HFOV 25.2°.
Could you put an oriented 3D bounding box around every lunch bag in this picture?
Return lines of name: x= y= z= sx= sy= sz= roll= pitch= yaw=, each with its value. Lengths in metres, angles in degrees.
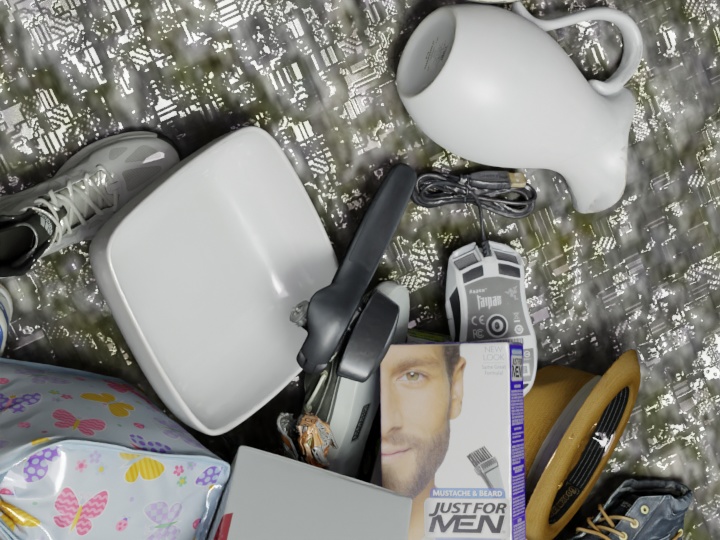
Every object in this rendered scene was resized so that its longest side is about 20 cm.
lunch bag: x=-0.230 y=0.147 z=1.204 sx=0.200 sy=0.170 sz=0.127 roll=17 pitch=98 yaw=-40

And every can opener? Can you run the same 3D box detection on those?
can opener: x=0.000 y=0.000 z=1.307 sx=0.079 sy=0.063 sz=0.200 roll=28 pitch=58 yaw=-13

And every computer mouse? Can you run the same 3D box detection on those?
computer mouse: x=0.102 y=0.015 z=1.365 sx=0.109 sy=0.044 sz=0.200 roll=-4 pitch=87 yaw=-18

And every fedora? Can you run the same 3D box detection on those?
fedora: x=0.166 y=0.143 z=1.392 sx=0.082 sy=0.201 sz=0.201 roll=28 pitch=98 yaw=21

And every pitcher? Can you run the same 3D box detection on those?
pitcher: x=0.139 y=-0.160 z=1.317 sx=0.200 sy=0.121 sz=0.172 roll=23 pitch=78 yaw=-28

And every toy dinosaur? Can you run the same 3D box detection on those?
toy dinosaur: x=-0.070 y=0.204 z=1.332 sx=0.136 sy=0.102 sz=0.200 roll=11 pitch=102 yaw=13

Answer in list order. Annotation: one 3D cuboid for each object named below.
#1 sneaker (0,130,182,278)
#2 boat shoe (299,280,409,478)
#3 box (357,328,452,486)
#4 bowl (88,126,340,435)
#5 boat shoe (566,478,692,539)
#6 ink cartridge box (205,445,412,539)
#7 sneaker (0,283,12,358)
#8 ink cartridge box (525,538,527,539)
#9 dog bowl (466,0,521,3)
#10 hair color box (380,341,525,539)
sneaker: x=-0.225 y=-0.040 z=1.251 sx=0.200 sy=0.115 sz=0.076 roll=-26 pitch=109 yaw=-6
boat shoe: x=-0.018 y=0.096 z=1.357 sx=0.064 sy=0.071 sz=0.200 roll=26 pitch=105 yaw=25
box: x=0.063 y=0.157 z=1.414 sx=0.110 sy=0.035 sz=0.200 roll=12 pitch=101 yaw=-16
bowl: x=-0.118 y=0.007 z=1.279 sx=0.200 sy=0.075 sz=0.200 roll=-42 pitch=117 yaw=-34
boat shoe: x=0.217 y=0.236 z=1.425 sx=0.200 sy=0.071 sz=0.091 roll=-4 pitch=109 yaw=-45
ink cartridge box: x=-0.064 y=0.264 z=1.241 sx=0.144 sy=0.145 sz=0.200 roll=17 pitch=133 yaw=-8
sneaker: x=-0.338 y=0.101 z=1.277 sx=0.075 sy=0.088 sz=0.200 roll=21 pitch=100 yaw=-19
ink cartridge box: x=0.132 y=0.307 z=1.378 sx=0.047 sy=0.160 sz=0.200 roll=-22 pitch=147 yaw=-48
dog bowl: x=0.100 y=-0.314 z=1.278 sx=0.200 sy=0.074 sz=0.200 roll=-3 pitch=104 yaw=-13
hair color box: x=0.075 y=0.158 z=1.298 sx=0.109 sy=0.065 sz=0.200 roll=-2 pitch=85 yaw=17
